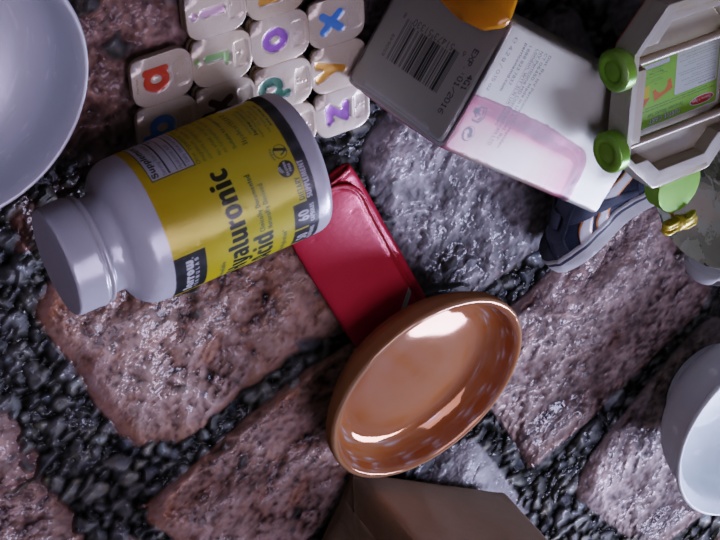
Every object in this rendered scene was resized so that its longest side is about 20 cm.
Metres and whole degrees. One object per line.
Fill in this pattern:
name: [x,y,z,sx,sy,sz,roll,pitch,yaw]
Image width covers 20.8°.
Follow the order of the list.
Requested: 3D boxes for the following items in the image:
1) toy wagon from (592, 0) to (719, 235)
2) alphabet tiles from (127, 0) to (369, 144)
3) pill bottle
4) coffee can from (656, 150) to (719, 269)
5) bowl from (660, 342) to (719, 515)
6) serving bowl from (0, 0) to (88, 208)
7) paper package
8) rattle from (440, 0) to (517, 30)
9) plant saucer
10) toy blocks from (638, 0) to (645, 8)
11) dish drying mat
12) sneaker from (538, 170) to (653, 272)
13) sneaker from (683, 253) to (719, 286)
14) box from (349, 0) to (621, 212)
toy wagon: [0.244,-0.123,1.518,0.155,0.040,0.201,-21,127,-32]
alphabet tiles: [-0.081,-0.134,1.470,0.195,0.015,0.201,-22,131,-23]
pill bottle: [-0.130,-0.044,1.410,0.200,0.111,0.112,-24,131,-20]
coffee can: [0.371,-0.073,1.710,0.200,0.146,0.147,0,120,-50]
bowl: [0.365,0.135,1.929,0.201,0.090,0.202,-19,129,-25]
serving bowl: [-0.283,-0.129,1.292,0.200,0.066,0.201,-19,130,-24]
paper package: [0.087,0.280,1.757,0.200,0.191,0.104,13,114,-40]
rattle: [0.044,-0.285,1.373,0.130,0.143,0.200,-5,135,-5]
plant saucer: [0.050,0.093,1.690,0.200,0.037,0.201,-25,141,-22]
toy blocks: [0.259,-0.186,1.609,0.137,0.100,0.200,-49,163,2]
dish drying mat: [0.000,0.000,1.620,0.077,0.018,0.200,-37,135,-7]
sneaker: [0.198,-0.073,1.651,0.079,0.079,0.200,33,139,-13]
sneaker: [0.395,-0.011,1.863,0.199,0.077,0.082,-13,147,-17]
box: [0.113,-0.139,1.518,0.200,0.128,0.109,19,104,-45]
